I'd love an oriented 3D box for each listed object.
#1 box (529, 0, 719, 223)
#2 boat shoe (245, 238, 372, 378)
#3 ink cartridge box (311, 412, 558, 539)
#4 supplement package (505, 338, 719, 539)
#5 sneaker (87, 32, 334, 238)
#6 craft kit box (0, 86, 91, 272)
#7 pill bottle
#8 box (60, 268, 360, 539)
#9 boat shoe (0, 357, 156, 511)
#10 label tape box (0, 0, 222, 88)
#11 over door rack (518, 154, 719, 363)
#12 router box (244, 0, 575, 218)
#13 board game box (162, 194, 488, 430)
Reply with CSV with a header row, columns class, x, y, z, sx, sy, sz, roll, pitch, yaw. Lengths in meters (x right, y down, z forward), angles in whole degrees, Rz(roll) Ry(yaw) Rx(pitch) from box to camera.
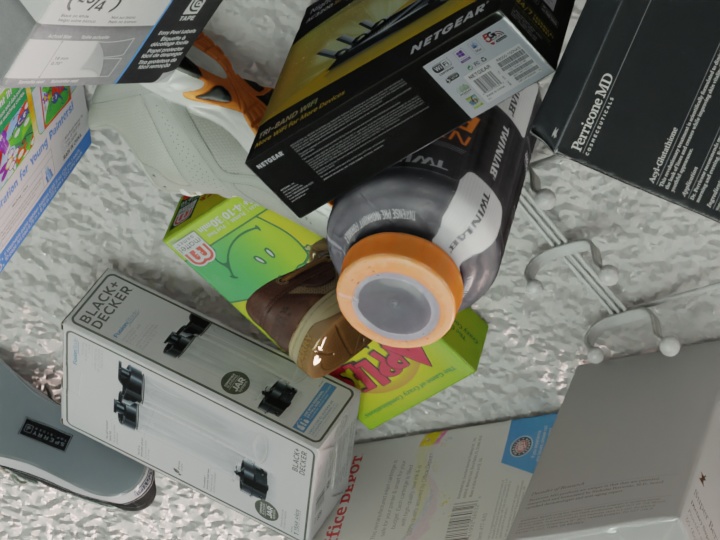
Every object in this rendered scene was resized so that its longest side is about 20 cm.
class,x,y,z,sx,sy,sz,roll,pitch,yaw
box,0.197,-0.133,1.470,0.141,0.079,0.201,22,97,-13
boat shoe,0.000,0.000,1.707,0.072,0.200,0.072,32,127,19
ink cartridge box,0.062,0.197,1.891,0.199,0.129,0.125,-10,127,26
supplement package,0.188,0.152,1.754,0.119,0.200,0.122,-12,118,26
sneaker,-0.083,-0.072,1.707,0.200,0.076,0.092,39,122,12
craft kit box,-0.233,-0.099,1.670,0.048,0.200,0.198,13,133,16
pill bottle,0.041,-0.045,1.634,0.106,0.200,0.107,8,132,9
box,-0.104,0.092,1.854,0.199,0.060,0.117,24,141,15
boat shoe,-0.233,0.115,1.948,0.199,0.074,0.068,19,159,12
label tape box,-0.125,-0.196,1.563,0.063,0.144,0.200,51,123,23
over door rack,0.180,-0.024,1.702,0.200,0.067,0.148,-25,120,33
router box,0.036,-0.134,1.586,0.200,0.158,0.052,-29,117,34
board game box,-0.021,0.009,1.805,0.101,0.048,0.200,-31,116,35
